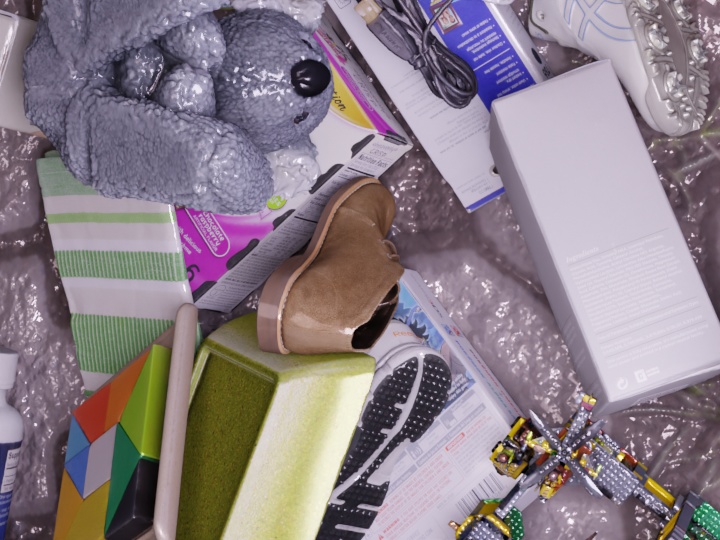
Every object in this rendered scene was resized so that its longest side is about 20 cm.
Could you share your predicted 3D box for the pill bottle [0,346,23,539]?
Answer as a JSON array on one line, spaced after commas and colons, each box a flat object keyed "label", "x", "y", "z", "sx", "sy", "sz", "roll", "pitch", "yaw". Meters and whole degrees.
[{"label": "pill bottle", "x": -0.328, "y": 0.157, "z": 1.221, "sx": 0.111, "sy": 0.111, "sz": 0.201, "roll": 10, "pitch": 90, "yaw": 29}]

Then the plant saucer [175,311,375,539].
[{"label": "plant saucer", "x": -0.084, "y": 0.128, "z": 1.022, "sx": 0.200, "sy": 0.048, "sz": 0.201, "roll": 16, "pitch": 86, "yaw": 63}]

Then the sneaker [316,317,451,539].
[{"label": "sneaker", "x": -0.015, "y": 0.117, "z": 1.036, "sx": 0.200, "sy": 0.074, "sz": 0.080, "roll": -54, "pitch": 40, "yaw": 15}]

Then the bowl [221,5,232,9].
[{"label": "bowl", "x": -0.096, "y": -0.304, "z": 1.131, "sx": 0.200, "sy": 0.200, "sz": 0.108, "roll": -42, "pitch": 25, "yaw": 18}]

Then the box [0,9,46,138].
[{"label": "box", "x": -0.233, "y": -0.140, "z": 1.148, "sx": 0.095, "sy": 0.200, "sz": 0.078, "roll": 19, "pitch": 94, "yaw": 29}]

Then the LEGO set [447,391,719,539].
[{"label": "LEGO set", "x": 0.144, "y": 0.181, "z": 0.927, "sx": 0.200, "sy": 0.116, "sz": 0.154, "roll": 47, "pitch": 109, "yaw": 7}]

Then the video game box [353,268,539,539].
[{"label": "video game box", "x": 0.013, "y": 0.130, "z": 1.073, "sx": 0.200, "sy": 0.047, "sz": 0.182, "roll": -44, "pitch": 68, "yaw": 18}]

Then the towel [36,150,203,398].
[{"label": "towel", "x": -0.173, "y": 0.009, "z": 1.145, "sx": 0.152, "sy": 0.023, "sz": 0.201, "roll": 3, "pitch": 108, "yaw": 44}]

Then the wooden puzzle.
[{"label": "wooden puzzle", "x": -0.172, "y": 0.140, "z": 1.083, "sx": 0.200, "sy": 0.037, "sz": 0.186, "roll": -43, "pitch": 36, "yaw": 46}]

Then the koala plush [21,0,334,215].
[{"label": "koala plush", "x": -0.093, "y": -0.125, "z": 0.997, "sx": 0.183, "sy": 0.200, "sz": 0.178, "roll": -1, "pitch": 95, "yaw": 39}]

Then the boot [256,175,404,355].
[{"label": "boot", "x": 0.000, "y": 0.000, "z": 1.029, "sx": 0.075, "sy": 0.200, "sz": 0.074, "roll": 8, "pitch": 121, "yaw": 15}]

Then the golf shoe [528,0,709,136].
[{"label": "golf shoe", "x": 0.161, "y": -0.164, "z": 1.017, "sx": 0.097, "sy": 0.078, "sz": 0.201, "roll": -33, "pitch": 62, "yaw": 34}]

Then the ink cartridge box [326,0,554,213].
[{"label": "ink cartridge box", "x": 0.061, "y": -0.147, "z": 1.050, "sx": 0.099, "sy": 0.039, "sz": 0.200, "roll": -28, "pitch": 102, "yaw": 23}]

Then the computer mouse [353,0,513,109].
[{"label": "computer mouse", "x": 0.090, "y": -0.210, "z": 0.986, "sx": 0.110, "sy": 0.044, "sz": 0.200, "roll": 42, "pitch": 99, "yaw": -6}]

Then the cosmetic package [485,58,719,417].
[{"label": "cosmetic package", "x": 0.150, "y": -0.017, "z": 0.961, "sx": 0.090, "sy": 0.107, "sz": 0.201, "roll": -17, "pitch": 80, "yaw": 1}]

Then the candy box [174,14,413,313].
[{"label": "candy box", "x": -0.078, "y": -0.083, "z": 1.137, "sx": 0.200, "sy": 0.061, "sz": 0.137, "roll": -42, "pitch": 67, "yaw": 18}]
